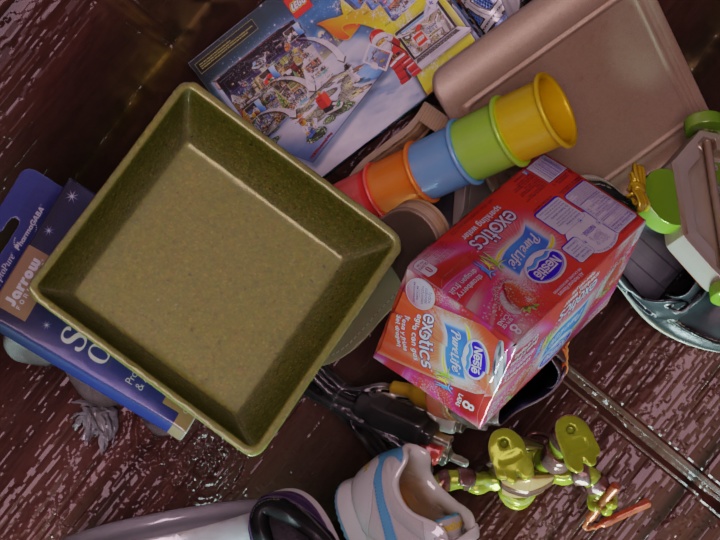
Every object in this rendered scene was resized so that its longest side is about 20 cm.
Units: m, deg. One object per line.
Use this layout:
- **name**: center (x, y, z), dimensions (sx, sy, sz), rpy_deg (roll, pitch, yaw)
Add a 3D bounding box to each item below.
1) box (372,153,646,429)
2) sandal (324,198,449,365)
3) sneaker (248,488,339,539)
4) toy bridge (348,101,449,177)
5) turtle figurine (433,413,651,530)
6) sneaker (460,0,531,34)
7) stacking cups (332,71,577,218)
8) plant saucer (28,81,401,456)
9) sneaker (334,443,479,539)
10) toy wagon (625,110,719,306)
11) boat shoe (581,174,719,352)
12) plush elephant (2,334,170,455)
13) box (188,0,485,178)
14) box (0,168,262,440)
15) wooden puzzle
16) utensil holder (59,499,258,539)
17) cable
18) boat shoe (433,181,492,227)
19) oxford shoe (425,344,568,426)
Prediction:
- **box**: center (0.110, 0.012, 1.599), dimensions (0.099, 0.200, 0.096), rpy_deg (34, 133, 16)
- **sandal**: center (0.003, 0.005, 1.664), dimensions (0.211, 0.070, 0.078), rpy_deg (-37, 91, 40)
- **sneaker**: center (-0.016, 0.245, 1.559), dimensions (0.076, 0.088, 0.200), rpy_deg (-40, 84, 0)
- **toy bridge**: center (0.010, -0.043, 1.723), dimensions (0.067, 0.027, 0.201), rpy_deg (39, 105, 38)
- **turtle figurine**: center (0.137, 0.153, 1.685), dimensions (0.199, 0.161, 0.065), rpy_deg (4, 70, -4)
- **sneaker**: center (0.110, -0.210, 1.733), dimensions (0.077, 0.076, 0.201), rpy_deg (-14, 99, 36)
- **stacking cups**: center (0.061, -0.086, 1.643), dimensions (0.199, 0.060, 0.061), rpy_deg (-21, 89, 26)
- **plant saucer**: center (-0.104, 0.001, 1.565), dimensions (0.199, 0.048, 0.200), rpy_deg (36, 70, -4)
- **sneaker**: center (0.055, 0.225, 1.627), dimensions (0.081, 0.076, 0.201), rpy_deg (-42, 71, 36)
- **toy wagon**: center (0.281, -0.046, 1.690), dimensions (0.199, 0.040, 0.156), rpy_deg (8, 63, -27)
- **boat shoe**: center (0.239, 0.001, 1.705), dimensions (0.199, 0.066, 0.075), rpy_deg (44, 90, -14)
- **plush elephant**: center (-0.177, 0.046, 1.670), dimensions (0.164, 0.155, 0.201), rpy_deg (22, 88, 0)
- **box**: center (-0.015, -0.168, 1.712), dimensions (0.200, 0.038, 0.137), rpy_deg (-36, 89, 14)
- **box**: center (-0.184, 0.019, 1.583), dimensions (0.199, 0.032, 0.122), rpy_deg (30, 71, -3)
- **wooden puzzle**: center (0.168, -0.127, 1.705), dimensions (0.185, 0.037, 0.200), rpy_deg (-35, 123, -3)
- **utensil holder**: center (-0.132, 0.288, 1.663), dimensions (0.169, 0.170, 0.201), rpy_deg (-11, 92, -1)
- **cable**: center (0.002, 0.102, 1.734), dimensions (0.199, 0.050, 0.097), rpy_deg (26, 129, 16)
- **boat shoe**: center (0.064, -0.015, 1.735), dimensions (0.063, 0.072, 0.201), rpy_deg (17, 95, 42)
- **oxford shoe**: center (0.137, 0.062, 1.679), dimensions (0.200, 0.073, 0.072), rpy_deg (-39, 134, -34)
